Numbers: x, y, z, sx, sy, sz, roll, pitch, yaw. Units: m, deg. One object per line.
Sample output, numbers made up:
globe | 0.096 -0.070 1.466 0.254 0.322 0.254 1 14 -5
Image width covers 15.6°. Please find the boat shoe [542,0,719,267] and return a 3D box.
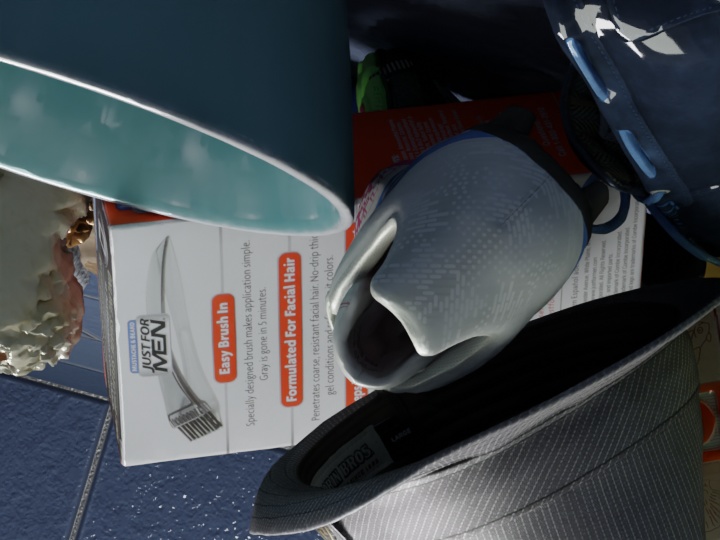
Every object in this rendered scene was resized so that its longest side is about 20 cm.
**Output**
boat shoe | 0.092 -0.060 0.807 0.068 0.085 0.200 -10 153 8

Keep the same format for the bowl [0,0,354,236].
bowl | -0.085 -0.091 0.834 0.200 0.106 0.201 16 172 2

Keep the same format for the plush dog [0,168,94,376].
plush dog | -0.152 -0.081 1.042 0.200 0.160 0.172 49 177 -16

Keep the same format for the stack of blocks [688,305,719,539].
stack of blocks | 0.151 0.069 1.022 0.058 0.116 0.200 -11 161 10

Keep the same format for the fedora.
fedora | 0.058 0.076 0.879 0.176 0.091 0.200 -29 -173 -29

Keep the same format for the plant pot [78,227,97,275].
plant pot | -0.071 -0.032 1.243 0.200 0.093 0.201 15 171 2

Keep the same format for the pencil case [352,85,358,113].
pencil case | -0.007 -0.034 1.125 0.199 0.087 0.078 23 177 -31

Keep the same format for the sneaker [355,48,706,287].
sneaker | 0.069 -0.038 1.060 0.084 0.077 0.200 -30 138 27

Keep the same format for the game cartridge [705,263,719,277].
game cartridge | 0.229 0.028 1.274 0.199 0.033 0.176 13 171 7

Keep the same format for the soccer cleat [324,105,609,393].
soccer cleat | 0.016 0.004 0.848 0.070 0.086 0.200 45 166 2

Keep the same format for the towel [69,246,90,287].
towel | -0.238 -0.042 1.340 0.200 0.086 0.166 35 173 7

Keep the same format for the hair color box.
hair color box | 0.002 0.001 0.985 0.199 0.111 0.064 -7 -144 -10
